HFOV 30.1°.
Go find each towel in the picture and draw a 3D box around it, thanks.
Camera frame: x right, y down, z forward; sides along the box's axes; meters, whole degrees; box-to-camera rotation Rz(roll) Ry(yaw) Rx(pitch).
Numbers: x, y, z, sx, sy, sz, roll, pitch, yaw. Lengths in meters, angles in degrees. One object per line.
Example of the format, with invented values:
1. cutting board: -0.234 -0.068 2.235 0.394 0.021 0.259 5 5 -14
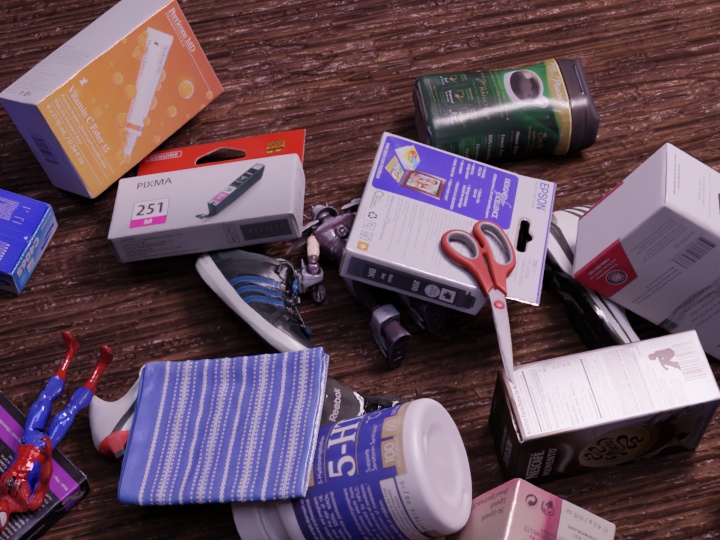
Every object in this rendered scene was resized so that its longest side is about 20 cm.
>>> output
1. towel: -0.127 0.141 1.216 0.198 0.024 0.146 -7 57 26

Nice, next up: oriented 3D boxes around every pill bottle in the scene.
1. pill bottle: -0.011 0.196 1.207 0.198 0.120 0.121 -18 55 23

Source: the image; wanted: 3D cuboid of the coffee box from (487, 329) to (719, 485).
1. coffee box: 0.229 0.135 1.284 0.198 0.113 0.080 -12 59 -7

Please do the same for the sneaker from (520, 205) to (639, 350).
1. sneaker: 0.262 0.005 1.385 0.114 0.076 0.201 -24 59 -13

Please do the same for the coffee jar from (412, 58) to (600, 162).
1. coffee jar: 0.162 -0.174 1.489 0.197 0.086 0.105 -7 55 -4

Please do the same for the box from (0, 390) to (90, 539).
1. box: -0.376 0.224 1.268 0.143 0.036 0.200 39 64 21

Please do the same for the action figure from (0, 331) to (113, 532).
1. action figure: -0.301 0.143 1.241 0.065 0.099 0.202 17 66 10

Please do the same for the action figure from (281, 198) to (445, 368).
1. action figure: 0.000 0.000 1.395 0.129 0.070 0.200 -33 60 -11

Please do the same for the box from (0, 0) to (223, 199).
1. box: -0.269 -0.192 1.456 0.200 0.125 0.097 -44 35 -24

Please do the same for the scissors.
1. scissors: 0.136 0.024 1.280 0.072 0.014 0.201 -4 46 -21

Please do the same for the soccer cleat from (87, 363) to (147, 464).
1. soccer cleat: -0.173 0.120 1.317 0.198 0.069 0.086 -25 66 -10

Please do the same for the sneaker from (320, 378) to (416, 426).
1. sneaker: -0.013 0.144 1.288 0.197 0.091 0.067 -1 59 -1

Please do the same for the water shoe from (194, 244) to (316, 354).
1. water shoe: -0.091 0.024 1.349 0.079 0.072 0.200 -45 56 -6

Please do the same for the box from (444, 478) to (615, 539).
1. box: 0.127 0.302 1.154 0.108 0.128 0.202 27 58 -13

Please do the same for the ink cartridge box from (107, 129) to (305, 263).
1. ink cartridge box: -0.157 -0.094 1.419 0.198 0.044 0.175 -8 46 9

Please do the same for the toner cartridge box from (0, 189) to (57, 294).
1. toner cartridge box: -0.435 -0.050 1.431 0.198 0.043 0.096 17 61 10

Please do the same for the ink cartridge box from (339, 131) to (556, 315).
1. ink cartridge box: 0.094 -0.044 1.376 0.198 0.044 0.199 16 43 2

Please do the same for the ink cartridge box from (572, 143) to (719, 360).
1. ink cartridge box: 0.331 -0.013 1.313 0.199 0.145 0.084 27 48 -17
